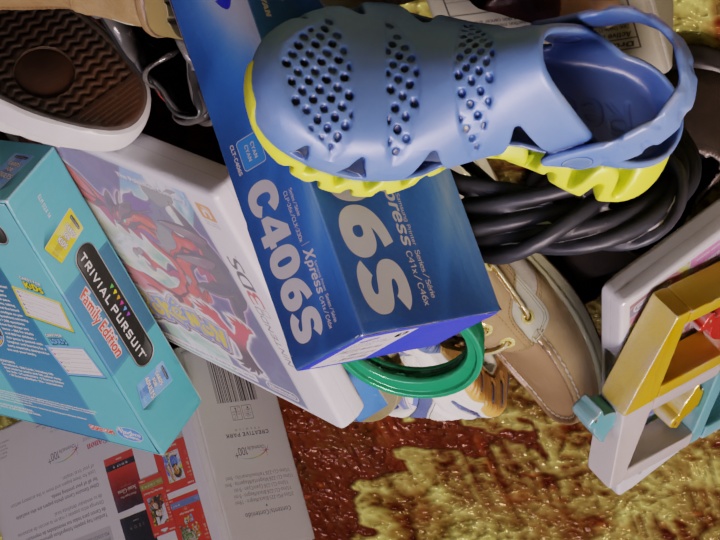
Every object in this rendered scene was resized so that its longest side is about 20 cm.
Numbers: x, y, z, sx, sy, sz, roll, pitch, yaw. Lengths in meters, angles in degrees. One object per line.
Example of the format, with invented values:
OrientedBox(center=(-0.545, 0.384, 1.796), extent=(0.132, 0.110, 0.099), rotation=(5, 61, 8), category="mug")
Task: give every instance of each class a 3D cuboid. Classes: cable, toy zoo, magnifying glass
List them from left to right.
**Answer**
OrientedBox(center=(0.000, 0.000, 0.939), extent=(0.079, 0.023, 0.200), rotation=(-11, 139, 25), category="magnifying glass")
OrientedBox(center=(0.076, -0.054, 0.883), extent=(0.199, 0.162, 0.051), rotation=(26, 119, 41), category="cable")
OrientedBox(center=(0.189, 0.040, 0.986), extent=(0.199, 0.020, 0.132), rotation=(-23, 144, -33), category="toy zoo")

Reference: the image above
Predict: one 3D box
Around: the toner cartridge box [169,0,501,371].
OrientedBox(center=(-0.016, -0.064, 0.792), extent=(0.043, 0.202, 0.095), rotation=(-27, 168, 38), category="toner cartridge box")

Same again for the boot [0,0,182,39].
OrientedBox(center=(-0.159, -0.195, 0.848), extent=(0.199, 0.066, 0.177), rotation=(13, 108, 24), category="boot")

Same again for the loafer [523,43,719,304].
OrientedBox(center=(0.133, -0.035, 0.985), extent=(0.072, 0.072, 0.200), rotation=(19, 141, -11), category="loafer")

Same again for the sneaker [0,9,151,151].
OrientedBox(center=(-0.196, -0.104, 0.976), extent=(0.199, 0.073, 0.085), rotation=(24, 150, 10), category="sneaker")

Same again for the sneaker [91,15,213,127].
OrientedBox(center=(-0.073, -0.094, 0.951), extent=(0.077, 0.082, 0.200), rotation=(-21, 132, 34), category="sneaker")

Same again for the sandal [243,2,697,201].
OrientedBox(center=(0.051, -0.074, 0.741), extent=(0.198, 0.080, 0.087), rotation=(-2, 166, -23), category="sandal")

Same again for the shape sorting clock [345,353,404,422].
OrientedBox(center=(-0.055, 0.012, 1.066), extent=(0.199, 0.039, 0.200), rotation=(37, 158, 18), category="shape sorting clock")

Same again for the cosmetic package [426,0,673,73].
OrientedBox(center=(0.067, -0.177, 0.808), extent=(0.102, 0.088, 0.201), rotation=(-5, 138, 18), category="cosmetic package")

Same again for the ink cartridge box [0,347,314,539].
OrientedBox(center=(-0.135, 0.160, 1.202), extent=(0.199, 0.177, 0.084), rotation=(-24, 167, 37), category="ink cartridge box")

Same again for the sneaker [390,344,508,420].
OrientedBox(center=(0.012, 0.030, 1.095), extent=(0.087, 0.076, 0.200), rotation=(-11, 137, 26), category="sneaker")

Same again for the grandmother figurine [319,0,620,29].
OrientedBox(center=(0.073, -0.136, 0.743), extent=(0.198, 0.061, 0.122), rotation=(-6, 130, 16), category="grandmother figurine")

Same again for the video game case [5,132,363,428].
OrientedBox(center=(-0.102, -0.009, 1.024), extent=(0.199, 0.023, 0.183), rotation=(23, 151, 42), category="video game case")

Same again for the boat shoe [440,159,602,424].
OrientedBox(center=(0.062, 0.010, 1.012), extent=(0.201, 0.066, 0.074), rotation=(55, 151, -14), category="boat shoe")

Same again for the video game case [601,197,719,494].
OrientedBox(center=(0.187, 0.029, 1.009), extent=(0.018, 0.143, 0.201), rotation=(45, 162, 30), category="video game case")

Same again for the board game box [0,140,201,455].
OrientedBox(center=(-0.196, 0.011, 1.086), extent=(0.150, 0.047, 0.201), rotation=(9, 139, 36), category="board game box")
